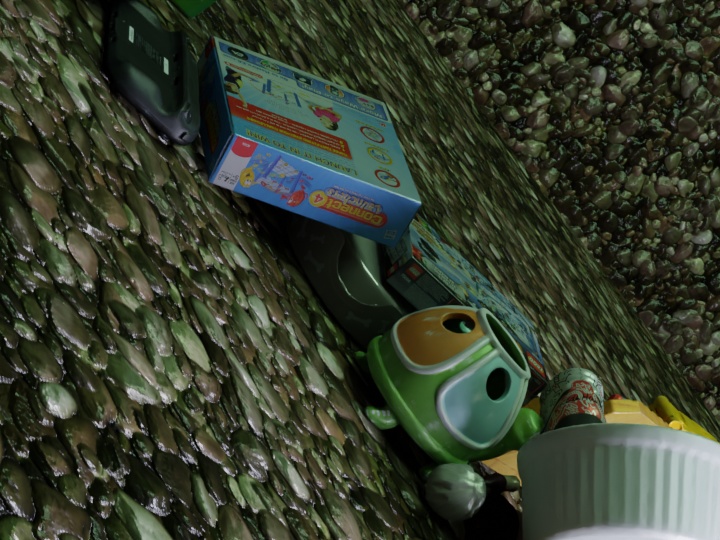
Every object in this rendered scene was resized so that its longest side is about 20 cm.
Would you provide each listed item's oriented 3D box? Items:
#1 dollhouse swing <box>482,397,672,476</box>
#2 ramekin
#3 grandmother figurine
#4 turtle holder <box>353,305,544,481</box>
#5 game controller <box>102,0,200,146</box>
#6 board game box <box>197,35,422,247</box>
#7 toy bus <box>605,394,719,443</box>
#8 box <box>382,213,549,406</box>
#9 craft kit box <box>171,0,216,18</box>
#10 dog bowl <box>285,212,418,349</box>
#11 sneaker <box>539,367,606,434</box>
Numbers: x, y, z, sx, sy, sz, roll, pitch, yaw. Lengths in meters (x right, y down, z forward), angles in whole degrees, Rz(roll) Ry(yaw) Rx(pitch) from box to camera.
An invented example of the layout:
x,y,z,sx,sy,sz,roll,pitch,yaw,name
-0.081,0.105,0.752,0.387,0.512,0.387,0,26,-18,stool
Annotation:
x,y,z,sx,sy,sz,roll,pitch,yaw,name
0.213,0.143,1.803,0.200,0.176,0.182,35,24,-54,dollhouse swing
0.237,0.216,1.475,0.200,0.200,0.098,40,48,-49,ramekin
0.128,0.239,1.528,0.200,0.061,0.121,42,26,-37,grandmother figurine
0.093,0.117,1.533,0.186,0.132,0.141,53,12,-9,turtle holder
-0.189,-0.184,1.503,0.104,0.042,0.200,34,20,-22,game controller
-0.056,-0.125,1.593,0.200,0.056,0.196,19,29,-23,board game box
0.318,0.240,1.918,0.192,0.200,0.136,43,10,-10,toy bus
0.103,0.033,1.673,0.200,0.040,0.137,43,16,-18,box
-0.141,-0.400,1.826,0.049,0.200,0.198,45,17,-43,craft kit box
0.000,0.000,1.653,0.200,0.059,0.200,52,13,-17,dog bowl
0.201,0.190,1.635,0.108,0.067,0.201,-85,-177,-51,sneaker
